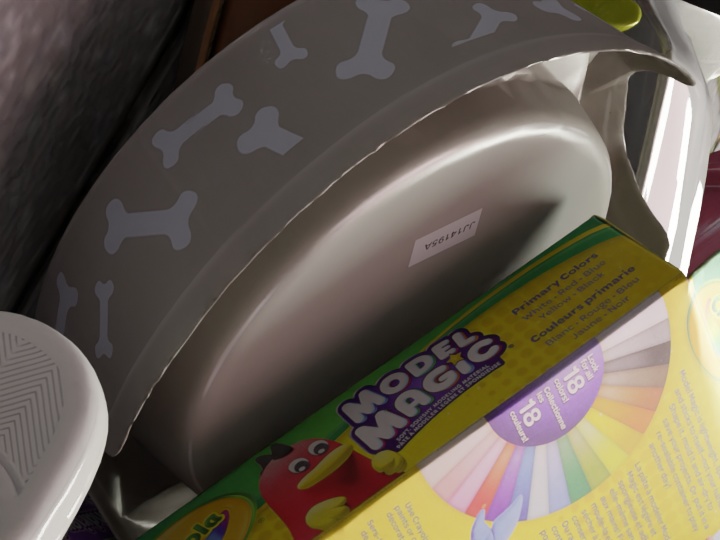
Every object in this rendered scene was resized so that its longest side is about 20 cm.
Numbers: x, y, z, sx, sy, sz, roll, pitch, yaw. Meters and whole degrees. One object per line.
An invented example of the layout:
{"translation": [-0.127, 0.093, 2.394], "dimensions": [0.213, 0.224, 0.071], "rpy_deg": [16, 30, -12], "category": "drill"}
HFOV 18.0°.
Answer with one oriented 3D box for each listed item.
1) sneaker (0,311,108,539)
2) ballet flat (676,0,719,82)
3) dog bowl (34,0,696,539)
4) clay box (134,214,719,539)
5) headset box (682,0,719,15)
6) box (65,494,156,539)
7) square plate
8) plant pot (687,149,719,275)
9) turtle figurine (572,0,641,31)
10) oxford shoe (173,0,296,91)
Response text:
{"translation": [-0.129, 0.103, 0.505], "dimensions": [0.200, 0.073, 0.112], "rpy_deg": [-49, 160, -19], "category": "sneaker"}
{"translation": [0.151, -0.113, 0.993], "dimensions": [0.200, 0.069, 0.070], "rpy_deg": [-33, 144, -64], "category": "ballet flat"}
{"translation": [0.000, 0.000, 0.611], "dimensions": [0.200, 0.059, 0.200], "rpy_deg": [-32, 153, -19], "category": "dog bowl"}
{"translation": [0.035, 0.074, 0.605], "dimensions": [0.200, 0.048, 0.115], "rpy_deg": [-35, 126, -14], "category": "clay box"}
{"translation": [0.150, -0.151, 0.795], "dimensions": [0.200, 0.148, 0.077], "rpy_deg": [-43, 151, -50], "category": "headset box"}
{"translation": [-0.125, 0.155, 0.614], "dimensions": [0.201, 0.039, 0.137], "rpy_deg": [-67, 163, 8], "category": "box"}
{"translation": [0.097, -0.005, 0.833], "dimensions": [0.200, 0.028, 0.199], "rpy_deg": [-78, 177, -71], "category": "square plate"}
{"translation": [0.156, 0.057, 1.052], "dimensions": [0.179, 0.200, 0.201], "rpy_deg": [-23, 138, -40], "category": "plant pot"}
{"translation": [0.046, -0.048, 0.774], "dimensions": [0.200, 0.064, 0.161], "rpy_deg": [-54, 176, -26], "category": "turtle figurine"}
{"translation": [0.008, -0.090, 0.614], "dimensions": [0.200, 0.071, 0.071], "rpy_deg": [-63, 164, 9], "category": "oxford shoe"}
